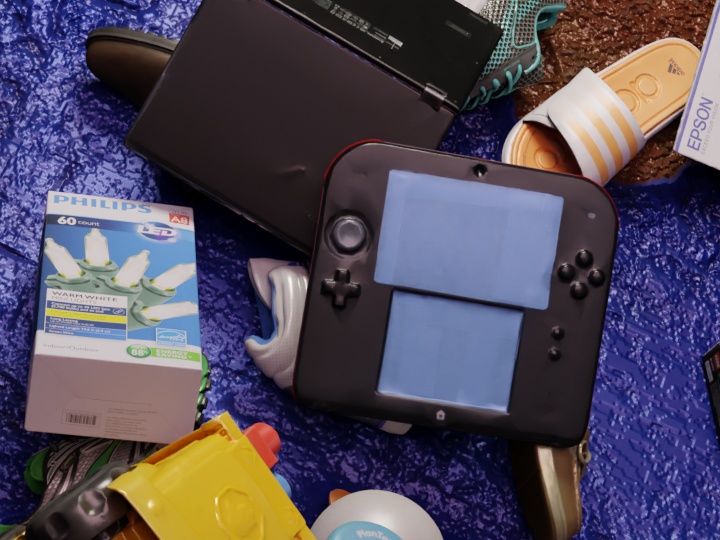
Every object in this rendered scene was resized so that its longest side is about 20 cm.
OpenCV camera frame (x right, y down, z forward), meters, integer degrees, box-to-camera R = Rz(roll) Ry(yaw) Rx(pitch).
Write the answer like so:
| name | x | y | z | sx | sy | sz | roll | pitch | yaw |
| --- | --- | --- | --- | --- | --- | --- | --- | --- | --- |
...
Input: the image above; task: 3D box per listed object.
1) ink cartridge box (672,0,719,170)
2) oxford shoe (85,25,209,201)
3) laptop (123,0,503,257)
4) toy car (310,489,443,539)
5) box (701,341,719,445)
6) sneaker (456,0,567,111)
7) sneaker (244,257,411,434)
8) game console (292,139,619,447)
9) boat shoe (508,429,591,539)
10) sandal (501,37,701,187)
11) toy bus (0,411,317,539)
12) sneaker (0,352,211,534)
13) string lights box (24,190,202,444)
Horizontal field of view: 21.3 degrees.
| name | x | y | z | sx | sy | sz | roll | pitch | yaw |
| --- | --- | --- | --- | --- | --- | --- | --- | --- | --- |
| ink cartridge box | 0.348 | -0.129 | 1.474 | 0.199 | 0.047 | 0.199 | 22 | 67 | -3 |
| oxford shoe | -0.115 | -0.098 | 1.331 | 0.199 | 0.073 | 0.085 | 33 | 67 | 1 |
| laptop | -0.028 | -0.129 | 1.317 | 0.186 | 0.116 | 0.200 | 31 | 37 | -1 |
| toy car | 0.023 | 0.212 | 1.214 | 0.176 | 0.185 | 0.201 | 25 | 35 | -6 |
| box | 0.316 | 0.147 | 1.359 | 0.109 | 0.035 | 0.202 | -3 | 69 | -15 |
| sneaker | 0.091 | -0.155 | 1.405 | 0.091 | 0.078 | 0.201 | 31 | 66 | -5 |
| sneaker | 0.000 | 0.000 | 1.314 | 0.146 | 0.081 | 0.201 | 25 | 70 | -7 |
| game console | 0.064 | 0.015 | 1.248 | 0.198 | 0.031 | 0.178 | 9 | 85 | -7 |
| boat shoe | 0.135 | 0.091 | 1.319 | 0.063 | 0.073 | 0.202 | -2 | 62 | -10 |
| sandal | 0.187 | -0.122 | 1.421 | 0.206 | 0.059 | 0.079 | -39 | 82 | -24 |
| toy bus | -0.123 | 0.168 | 1.121 | 0.136 | 0.199 | 0.192 | 54 | 36 | -6 |
| sneaker | -0.164 | 0.123 | 1.227 | 0.085 | 0.078 | 0.200 | 35 | 65 | 2 |
| string lights box | -0.157 | 0.027 | 1.219 | 0.102 | 0.059 | 0.200 | 6 | 30 | -11 |
